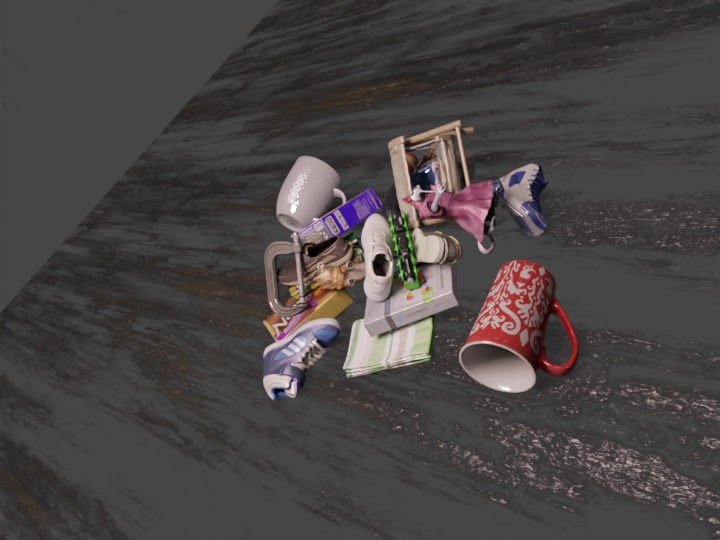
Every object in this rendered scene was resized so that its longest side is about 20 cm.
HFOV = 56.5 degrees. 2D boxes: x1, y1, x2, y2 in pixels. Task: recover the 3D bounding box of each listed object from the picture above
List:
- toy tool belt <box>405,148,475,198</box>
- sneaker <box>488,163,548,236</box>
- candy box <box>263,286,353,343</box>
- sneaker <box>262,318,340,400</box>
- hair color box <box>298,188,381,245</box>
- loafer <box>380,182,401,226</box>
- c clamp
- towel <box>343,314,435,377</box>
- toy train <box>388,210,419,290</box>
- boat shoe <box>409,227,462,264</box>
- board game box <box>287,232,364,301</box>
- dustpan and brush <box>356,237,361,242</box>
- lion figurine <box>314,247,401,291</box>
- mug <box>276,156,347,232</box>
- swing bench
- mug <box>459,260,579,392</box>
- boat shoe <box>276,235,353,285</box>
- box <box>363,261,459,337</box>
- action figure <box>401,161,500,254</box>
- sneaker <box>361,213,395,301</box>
[{"bbox_3d":[0.170,-0.219,1.589,0.198,0.125,0.124,7,58,25],"label":"toy tool belt"},{"bbox_3d":[0.349,-0.167,1.407,0.115,0.081,0.200,-37,33,8],"label":"sneaker"},{"bbox_3d":[-0.125,0.097,1.575,0.200,0.057,0.117,-40,34,-5],"label":"candy box"},{"bbox_3d":[-0.122,0.204,1.445,0.199,0.081,0.147,-26,45,13],"label":"sneaker"},{"bbox_3d":[-0.048,-0.124,1.657,0.109,0.065,0.200,-27,8,48],"label":"hair color box"},{"bbox_3d":[0.084,-0.145,1.646,0.070,0.068,0.202,-29,30,29],"label":"loafer"},{"bbox_3d":[-0.157,0.010,1.528,0.169,0.203,0.027,4,9,33],"label":"c clamp"},{"bbox_3d":[0.061,0.138,1.381,0.198,0.031,0.150,-18,41,28],"label":"towel"},{"bbox_3d":[0.093,-0.044,1.410,0.041,0.057,0.201,-13,48,6],"label":"toy train"},{"bbox_3d":[0.151,-0.047,1.404,0.202,0.060,0.073,-152,69,-74],"label":"boat shoe"},{"bbox_3d":[-0.086,-0.011,1.599,0.199,0.024,0.105,-31,32,2],"label":"board game box"},{"bbox_3d":[-0.095,-0.020,1.674,0.139,0.057,0.201,-2,50,41],"label":"dustpan and brush"},{"bbox_3d":[0.000,0.000,1.503,0.198,0.073,0.122,-9,-4,-19],"label":"lion figurine"},{"bbox_3d":[-0.130,-0.193,1.847,0.198,0.148,0.176,21,68,18],"label":"mug"},{"bbox_3d":[0.161,-0.202,1.478,0.198,0.201,0.130,-11,-1,23],"label":"swing bench"},{"bbox_3d":[0.282,0.102,1.165,0.201,0.176,0.134,-61,4,-35],"label":"mug"},{"bbox_3d":[-0.115,-0.032,1.561,0.198,0.074,0.075,-23,35,14],"label":"boat shoe"},{"bbox_3d":[0.107,0.047,1.402,0.198,0.041,0.157,-21,29,19],"label":"box"},{"bbox_3d":[0.182,-0.130,1.366,0.198,0.150,0.134,4,33,19],"label":"action figure"},{"bbox_3d":[0.045,-0.041,1.401,0.074,0.100,0.202,2,60,-8],"label":"sneaker"}]
